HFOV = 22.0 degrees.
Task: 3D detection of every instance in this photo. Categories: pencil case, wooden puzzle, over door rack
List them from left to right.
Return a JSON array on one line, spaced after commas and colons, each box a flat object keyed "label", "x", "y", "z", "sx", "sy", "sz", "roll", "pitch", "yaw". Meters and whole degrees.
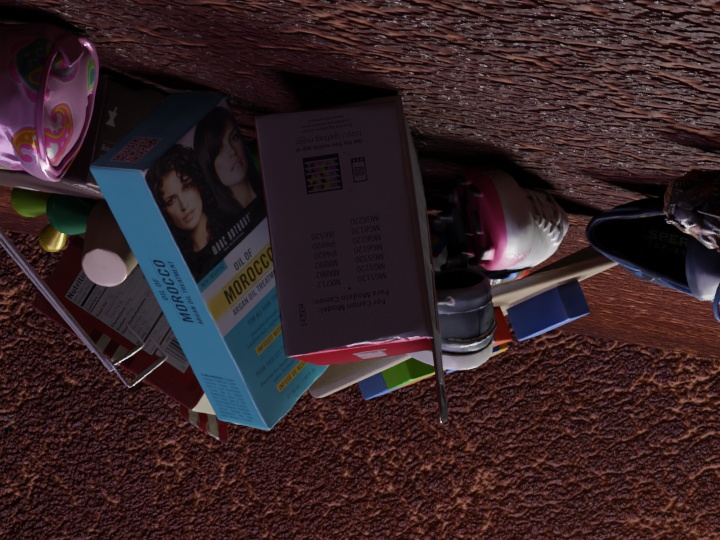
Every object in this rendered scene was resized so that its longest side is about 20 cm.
[{"label": "pencil case", "x": -0.243, "y": -0.103, "z": 0.987, "sx": 0.199, "sy": 0.088, "sz": 0.087, "roll": 11, "pitch": 177, "yaw": 12}, {"label": "over door rack", "x": -0.234, "y": 0.015, "z": 1.272, "sx": 0.200, "sy": 0.067, "sz": 0.148, "roll": 40, "pitch": 173, "yaw": -13}, {"label": "wooden puzzle", "x": 0.084, "y": 0.043, "z": 1.351, "sx": 0.200, "sy": 0.046, "sz": 0.185, "roll": -21, "pitch": 175, "yaw": -46}]

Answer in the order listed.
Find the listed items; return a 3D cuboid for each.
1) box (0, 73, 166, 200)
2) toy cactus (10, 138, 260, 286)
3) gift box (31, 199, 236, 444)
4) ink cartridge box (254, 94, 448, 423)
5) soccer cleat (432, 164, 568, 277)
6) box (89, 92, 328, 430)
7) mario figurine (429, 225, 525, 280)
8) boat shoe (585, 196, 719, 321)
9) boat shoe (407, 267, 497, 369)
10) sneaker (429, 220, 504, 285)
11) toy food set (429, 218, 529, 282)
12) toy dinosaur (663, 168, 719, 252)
[{"label": "box", "x": -0.216, "y": -0.090, "z": 1.188, "sx": 0.199, "sy": 0.075, "sz": 0.100, "roll": 7, "pitch": 175, "yaw": 30}, {"label": "toy cactus", "x": -0.155, "y": -0.041, "z": 1.256, "sx": 0.199, "sy": 0.103, "sz": 0.165, "roll": 1, "pitch": -145, "yaw": 9}, {"label": "gift box", "x": -0.126, "y": 0.026, "z": 1.491, "sx": 0.200, "sy": 0.185, "sz": 0.187, "roll": 37, "pitch": -179, "yaw": 12}, {"label": "ink cartridge box", "x": 0.000, "y": 0.006, "z": 1.065, "sx": 0.083, "sy": 0.177, "sz": 0.200, "roll": -8, "pitch": 175, "yaw": 3}, {"label": "soccer cleat", "x": 0.101, "y": -0.036, "z": 1.228, "sx": 0.086, "sy": 0.070, "sz": 0.200, "roll": -11, "pitch": 177, "yaw": -6}, {"label": "box", "x": -0.086, "y": -0.005, "z": 1.146, "sx": 0.049, "sy": 0.082, "sz": 0.201, "roll": 7, "pitch": 132, "yaw": 42}, {"label": "mario figurine", "x": 0.046, "y": -0.021, "z": 1.397, "sx": 0.200, "sy": 0.106, "sz": 0.123, "roll": -16, "pitch": 164, "yaw": -48}, {"label": "boat shoe", "x": 0.217, "y": -0.002, "z": 1.110, "sx": 0.068, "sy": 0.085, "sz": 0.200, "roll": -1, "pitch": -178, "yaw": -38}, {"label": "boat shoe", "x": 0.000, "y": 0.000, "z": 1.216, "sx": 0.199, "sy": 0.062, "sz": 0.073, "roll": 22, "pitch": -142, "yaw": 23}, {"label": "sneaker", "x": 0.013, "y": 0.015, "z": 1.502, "sx": 0.199, "sy": 0.075, "sz": 0.106, "roll": -18, "pitch": -133, "yaw": -42}, {"label": "toy food set", "x": 0.058, "y": -0.017, "z": 1.696, "sx": 0.199, "sy": 0.049, "sz": 0.198, "roll": 10, "pitch": 176, "yaw": 28}, {"label": "toy dinosaur", "x": 0.259, "y": -0.016, "z": 0.945, "sx": 0.199, "sy": 0.103, "sz": 0.136, "roll": -7, "pitch": -169, "yaw": 3}]
